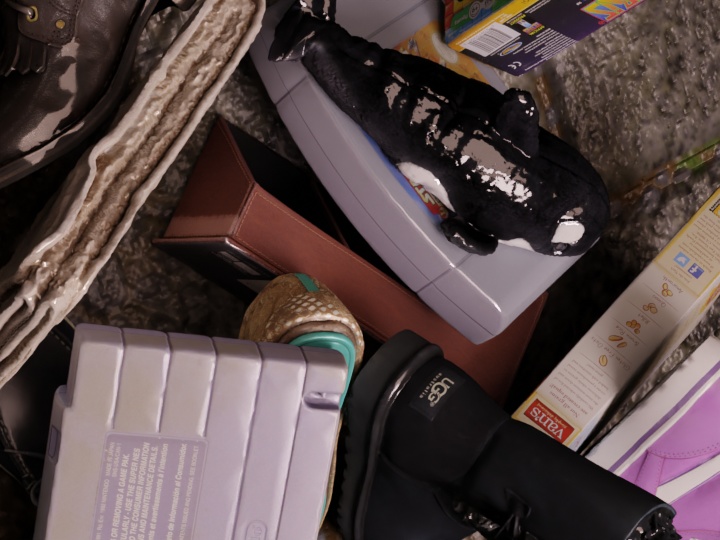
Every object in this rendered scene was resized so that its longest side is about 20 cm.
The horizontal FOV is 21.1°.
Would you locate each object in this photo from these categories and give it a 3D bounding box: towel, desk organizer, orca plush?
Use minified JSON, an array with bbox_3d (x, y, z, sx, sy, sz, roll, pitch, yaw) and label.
[{"bbox_3d":[-0.117,-0.036,0.865,0.034,0.132,0.200,37,52,-10],"label":"towel"},{"bbox_3d":[0.000,0.000,1.008,0.200,0.072,0.077,34,71,-31],"label":"desk organizer"},{"bbox_3d":[0.057,-0.082,0.947,0.200,0.071,0.105,45,44,-10],"label":"orca plush"}]

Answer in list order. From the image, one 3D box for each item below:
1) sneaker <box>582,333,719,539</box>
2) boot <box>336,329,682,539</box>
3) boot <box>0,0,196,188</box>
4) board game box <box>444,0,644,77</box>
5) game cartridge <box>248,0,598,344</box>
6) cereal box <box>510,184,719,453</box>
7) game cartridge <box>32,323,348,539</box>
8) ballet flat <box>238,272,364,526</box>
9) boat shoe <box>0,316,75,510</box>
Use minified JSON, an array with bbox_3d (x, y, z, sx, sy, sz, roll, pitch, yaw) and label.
[{"bbox_3d":[0.162,0.132,1.018,0.114,0.201,0.073,45,47,5],"label":"sneaker"},{"bbox_3d":[0.073,0.132,0.958,0.076,0.168,0.200,-44,156,-24],"label":"boot"},{"bbox_3d":[-0.163,-0.151,0.850,0.174,0.069,0.200,44,66,-22],"label":"boot"},{"bbox_3d":[0.124,-0.214,0.981,0.057,0.200,0.166,20,61,-31],"label":"board game box"},{"bbox_3d":[0.032,-0.066,0.993,0.200,0.042,0.133,53,39,-2],"label":"game cartridge"},{"bbox_3d":[0.138,0.052,1.068,0.040,0.144,0.200,41,63,11],"label":"cereal box"},{"bbox_3d":[-0.086,0.126,0.890,0.129,0.038,0.201,8,106,-11],"label":"game cartridge"},{"bbox_3d":[-0.045,0.084,0.964,0.070,0.065,0.200,7,126,-23],"label":"ballet flat"},{"bbox_3d":[-0.132,0.090,0.924,0.075,0.062,0.200,-35,110,-27],"label":"boat shoe"}]
